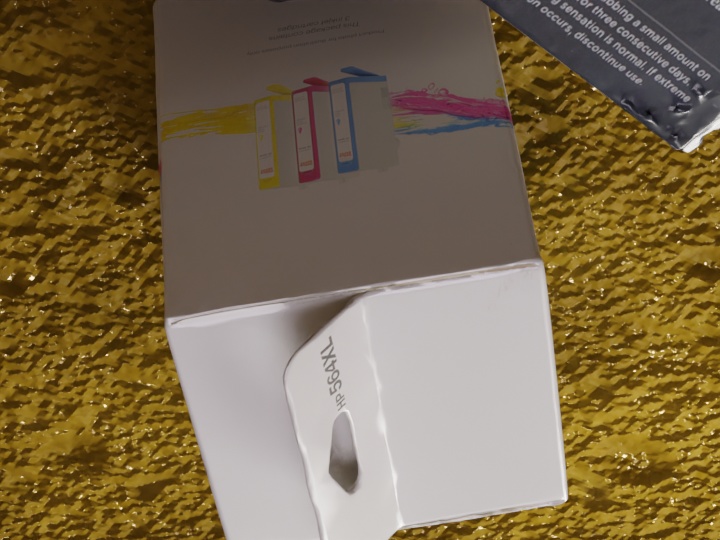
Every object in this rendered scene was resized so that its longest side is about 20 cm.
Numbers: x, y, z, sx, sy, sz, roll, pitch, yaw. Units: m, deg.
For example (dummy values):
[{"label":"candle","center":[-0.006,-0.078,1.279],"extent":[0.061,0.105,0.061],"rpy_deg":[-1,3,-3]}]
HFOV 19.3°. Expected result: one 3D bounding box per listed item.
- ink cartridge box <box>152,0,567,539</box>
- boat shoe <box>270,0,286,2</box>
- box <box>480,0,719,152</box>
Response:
[{"label":"ink cartridge box","center":[0.000,0.000,0.762],"extent":[0.125,0.200,0.129],"rpy_deg":[-10,135,2]},{"label":"boat shoe","center":[-0.024,-0.128,0.734],"extent":[0.200,0.073,0.065],"rpy_deg":[7,144,-10]},{"label":"box","center":[0.109,-0.180,0.602],"extent":[0.124,0.200,0.197],"rpy_deg":[33,122,-32]}]
